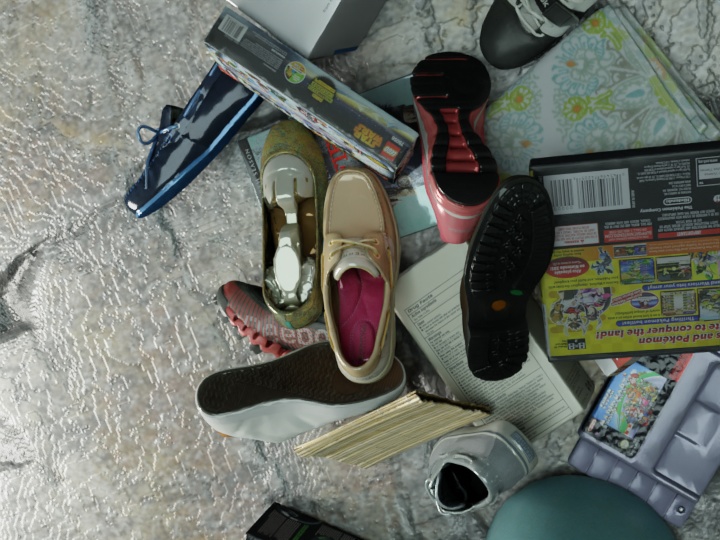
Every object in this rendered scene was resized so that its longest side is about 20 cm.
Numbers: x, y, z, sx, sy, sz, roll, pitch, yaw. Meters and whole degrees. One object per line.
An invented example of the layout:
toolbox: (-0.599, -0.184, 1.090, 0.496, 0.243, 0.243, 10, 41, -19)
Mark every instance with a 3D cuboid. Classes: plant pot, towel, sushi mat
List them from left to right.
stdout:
sushi mat: (0.028, 0.155, 1.217, 0.200, 0.095, 0.012, -32, 53, 46)
plant pot: (0.196, 0.313, 1.193, 0.198, 0.135, 0.202, 7, 111, 19)
towel: (0.203, -0.114, 1.134, 0.200, 0.048, 0.172, -40, 66, 21)

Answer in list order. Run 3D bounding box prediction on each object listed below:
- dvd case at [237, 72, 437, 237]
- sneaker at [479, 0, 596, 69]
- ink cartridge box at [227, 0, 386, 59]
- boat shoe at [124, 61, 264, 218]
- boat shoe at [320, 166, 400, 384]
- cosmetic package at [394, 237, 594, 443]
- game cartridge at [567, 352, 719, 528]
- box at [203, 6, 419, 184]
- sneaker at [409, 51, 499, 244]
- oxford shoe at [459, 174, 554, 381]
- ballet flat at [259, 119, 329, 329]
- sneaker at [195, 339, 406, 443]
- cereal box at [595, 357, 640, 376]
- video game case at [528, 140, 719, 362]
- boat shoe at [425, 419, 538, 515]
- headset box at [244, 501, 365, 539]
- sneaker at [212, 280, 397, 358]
dvd case: (-0.008, -0.091, 1.243, 0.198, 0.022, 0.147, -17, 96, 21)
sneaker: (0.175, -0.252, 1.114, 0.200, 0.088, 0.074, -42, 89, 23)
ink cartridge box: (-0.067, -0.309, 1.146, 0.199, 0.147, 0.147, 37, 110, 8)
boat shoe: (-0.167, -0.140, 1.261, 0.069, 0.084, 0.200, 44, 95, 0)
boat shoe: (0.000, 0.000, 1.158, 0.073, 0.069, 0.202, -7, 82, 7)
cosmetic package: (0.121, 0.065, 1.209, 0.105, 0.071, 0.201, -34, 91, 23)
game cartridge: (0.290, 0.126, 1.190, 0.129, 0.038, 0.201, 27, 109, 6)
box: (-0.042, -0.152, 1.144, 0.199, 0.137, 0.040, 34, 89, 2)
sneaker: (0.076, -0.110, 1.138, 0.073, 0.202, 0.087, 3, 142, -5)
oxford shoe: (0.115, -0.006, 1.091, 0.072, 0.085, 0.201, 2, 129, -10)
ballet flat: (-0.065, -0.046, 1.200, 0.070, 0.071, 0.202, -3, 85, 18)
sneaker: (-0.052, 0.120, 1.220, 0.198, 0.085, 0.073, -7, 57, 6)
cereal box: (0.260, -0.020, 1.145, 0.200, 0.039, 0.144, -41, 71, 21)
video game case: (0.249, -0.015, 1.083, 0.198, 0.026, 0.183, -5, 110, 11)
boat shoe: (0.094, 0.189, 1.188, 0.071, 0.201, 0.070, -36, 86, -23)
headset box: (-0.036, 0.364, 1.315, 0.198, 0.093, 0.176, 20, 107, 12)
sneaker: (-0.049, 0.054, 1.262, 0.199, 0.071, 0.098, 31, 110, 7)
